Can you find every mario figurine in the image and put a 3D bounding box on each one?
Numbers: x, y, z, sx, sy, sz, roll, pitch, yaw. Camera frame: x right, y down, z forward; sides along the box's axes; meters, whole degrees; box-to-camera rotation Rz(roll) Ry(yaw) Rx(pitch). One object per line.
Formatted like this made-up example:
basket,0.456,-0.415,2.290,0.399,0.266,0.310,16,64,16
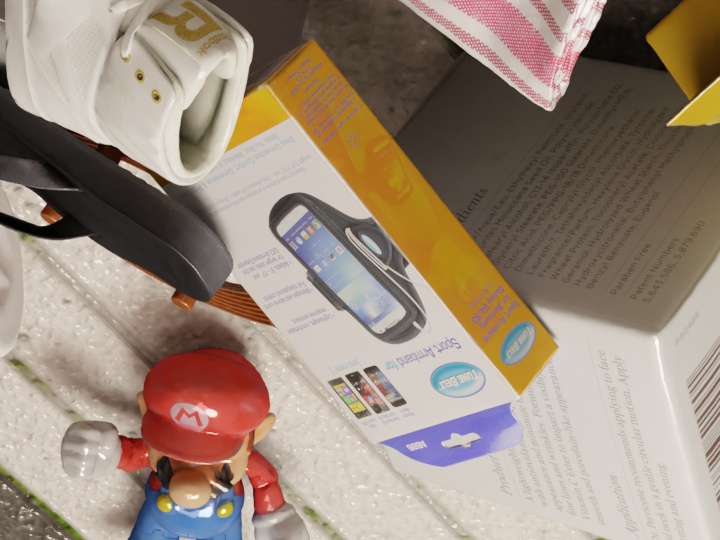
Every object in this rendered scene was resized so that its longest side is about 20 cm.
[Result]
mario figurine,-0.099,0.131,1.333,0.123,0.106,0.201,-23,146,-24

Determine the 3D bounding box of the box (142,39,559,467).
box,0.000,0.000,1.046,0.200,0.042,0.119,50,146,-13

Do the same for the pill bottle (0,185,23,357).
pill bottle,-0.285,0.007,1.226,0.199,0.111,0.111,-9,131,10

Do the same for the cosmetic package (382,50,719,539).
cosmetic package,0.112,0.012,1.134,0.199,0.165,0.165,16,142,34

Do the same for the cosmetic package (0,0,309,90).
cosmetic package,-0.129,-0.127,1.095,0.199,0.091,0.107,14,165,-16

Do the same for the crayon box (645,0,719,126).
crayon box,0.207,-0.124,1.000,0.127,0.200,0.051,-42,74,32

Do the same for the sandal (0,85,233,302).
sandal,-0.148,-0.039,1.083,0.200,0.043,0.076,30,161,28

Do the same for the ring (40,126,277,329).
ring,-0.104,-0.022,1.178,0.200,0.019,0.201,28,164,9

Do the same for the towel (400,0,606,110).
towel,0.056,-0.180,0.985,0.146,0.030,0.201,39,134,19

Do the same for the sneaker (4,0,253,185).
sneaker,-0.092,-0.126,0.944,0.115,0.074,0.201,29,142,29
